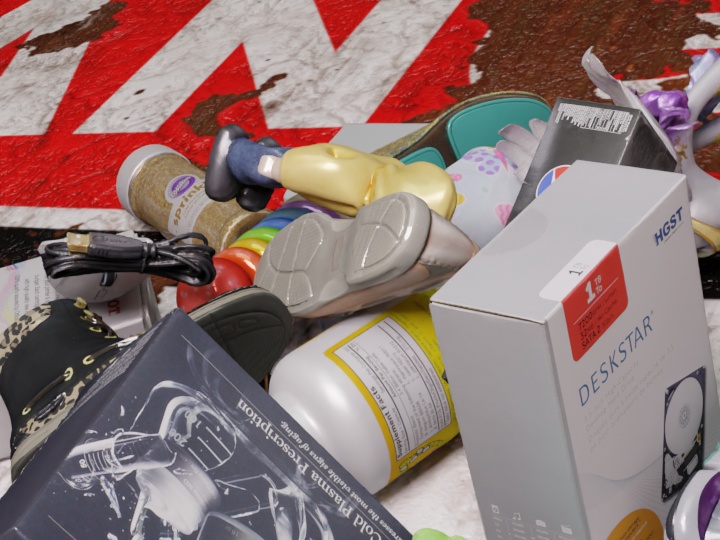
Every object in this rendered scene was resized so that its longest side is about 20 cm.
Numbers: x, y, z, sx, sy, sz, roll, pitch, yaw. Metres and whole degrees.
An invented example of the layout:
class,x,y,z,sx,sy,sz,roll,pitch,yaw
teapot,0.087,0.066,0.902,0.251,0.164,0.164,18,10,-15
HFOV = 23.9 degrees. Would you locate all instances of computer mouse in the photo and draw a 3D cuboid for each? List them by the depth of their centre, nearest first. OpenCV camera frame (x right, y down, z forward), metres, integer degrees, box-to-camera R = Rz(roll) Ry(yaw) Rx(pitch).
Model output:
class,x,y,z,sx,sy,sz,roll,pitch,yaw
computer mouse,-0.173,-0.001,1.162,0.109,0.044,0.200,-1,-1,-19

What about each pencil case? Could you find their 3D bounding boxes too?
class,x,y,z,sx,sy,sz,roll,pitch,yaw
pencil case,0.051,-0.011,1.246,0.083,0.091,0.200,31,51,25

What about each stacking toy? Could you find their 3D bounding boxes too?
class,x,y,z,sx,sy,sz,roll,pitch,yaw
stacking toy,-0.066,0.003,1.220,0.085,0.086,0.200,-1,14,24

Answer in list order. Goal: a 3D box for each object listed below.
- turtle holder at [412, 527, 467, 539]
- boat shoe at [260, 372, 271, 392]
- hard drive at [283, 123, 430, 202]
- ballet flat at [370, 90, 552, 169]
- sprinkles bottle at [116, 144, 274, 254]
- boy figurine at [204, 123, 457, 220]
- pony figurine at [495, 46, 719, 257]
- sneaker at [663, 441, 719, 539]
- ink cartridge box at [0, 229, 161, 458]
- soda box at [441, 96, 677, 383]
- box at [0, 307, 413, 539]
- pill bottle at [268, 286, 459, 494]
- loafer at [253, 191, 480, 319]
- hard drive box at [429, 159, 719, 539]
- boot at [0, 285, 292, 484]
class,x,y,z,sx,sy,sz,roll,pitch,yaw
turtle holder,0.068,0.208,0.814,0.140,0.133,0.186,-2,32,24
boat shoe,-0.096,0.073,1.184,0.070,0.071,0.200,-21,30,-3
hard drive,0.051,-0.084,1.429,0.198,0.026,0.132,3,34,29
ballet flat,0.061,-0.090,1.349,0.199,0.071,0.071,-28,32,-20
sprinkles bottle,-0.133,-0.047,1.411,0.068,0.069,0.200,-28,32,-22
boy figurine,-0.010,-0.054,1.167,0.199,0.065,0.124,18,0,37
pony figurine,0.215,-0.071,1.189,0.200,0.194,0.167,-37,-4,-25
sneaker,0.251,0.111,0.970,0.087,0.075,0.200,19,54,30
ink cartridge box,-0.246,0.061,1.264,0.198,0.085,0.145,-16,30,-3
soda box,0.125,-0.002,1.053,0.063,0.071,0.201,12,70,37
box,-0.090,0.160,0.885,0.104,0.200,0.182,-36,14,39
pill bottle,0.013,0.077,1.093,0.199,0.105,0.104,-32,33,-26
loafer,0.000,0.000,1.078,0.199,0.063,0.073,-15,57,58
hard drive box,0.128,0.065,0.961,0.076,0.201,0.156,11,39,38
boot,-0.153,0.051,1.109,0.203,0.074,0.154,-35,35,-3
